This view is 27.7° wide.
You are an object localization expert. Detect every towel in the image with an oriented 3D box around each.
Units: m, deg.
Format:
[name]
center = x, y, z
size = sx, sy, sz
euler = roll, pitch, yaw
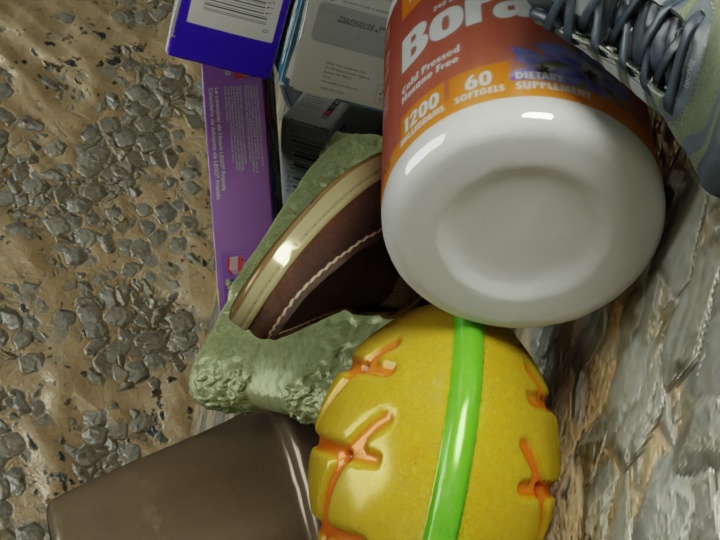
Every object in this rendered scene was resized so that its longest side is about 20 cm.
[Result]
[towel]
center = 0.000, 0.000, 0.805
size = 0.148, 0.036, 0.200
euler = 5, 56, 41

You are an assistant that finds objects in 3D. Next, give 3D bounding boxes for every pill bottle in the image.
[pill bottle]
center = 0.065, -0.080, 0.637
size = 0.200, 0.112, 0.112
euler = -89, 14, -49

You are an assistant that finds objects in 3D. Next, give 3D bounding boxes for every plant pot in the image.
[plant pot]
center = -0.084, 0.172, 0.837
size = 0.200, 0.174, 0.200
euler = 170, 90, -76

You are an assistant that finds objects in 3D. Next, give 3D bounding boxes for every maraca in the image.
[maraca]
center = 0.029, 0.102, 0.620
size = 0.137, 0.107, 0.200
euler = 100, 179, -55

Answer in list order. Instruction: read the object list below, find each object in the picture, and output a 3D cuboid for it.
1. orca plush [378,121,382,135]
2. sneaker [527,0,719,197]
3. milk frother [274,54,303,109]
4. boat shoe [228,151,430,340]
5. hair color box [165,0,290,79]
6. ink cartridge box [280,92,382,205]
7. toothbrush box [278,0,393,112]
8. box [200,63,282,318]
[orca plush]
center = 0.032, -0.095, 0.988
size = 0.200, 0.071, 0.105
euler = -112, 36, -74
[sneaker]
center = 0.102, -0.086, 0.514
size = 0.200, 0.081, 0.074
euler = -98, 22, -60
[milk frother]
center = -0.047, -0.226, 1.259
size = 0.188, 0.200, 0.181
euler = -110, 37, -73
[boat shoe]
center = 0.023, -0.012, 0.681
size = 0.200, 0.072, 0.072
euler = -32, -17, -48
[hair color box]
center = -0.066, -0.200, 0.846
size = 0.200, 0.065, 0.109
euler = -91, 17, -63
[ink cartridge box]
center = -0.005, -0.079, 1.099
size = 0.200, 0.043, 0.196
euler = -55, -23, -45
[toothbrush box]
center = 0.032, -0.155, 0.842
size = 0.200, 0.146, 0.085
euler = -96, 21, -67
[box]
center = -0.070, -0.036, 0.924
size = 0.137, 0.039, 0.200
euler = -107, 13, -88
